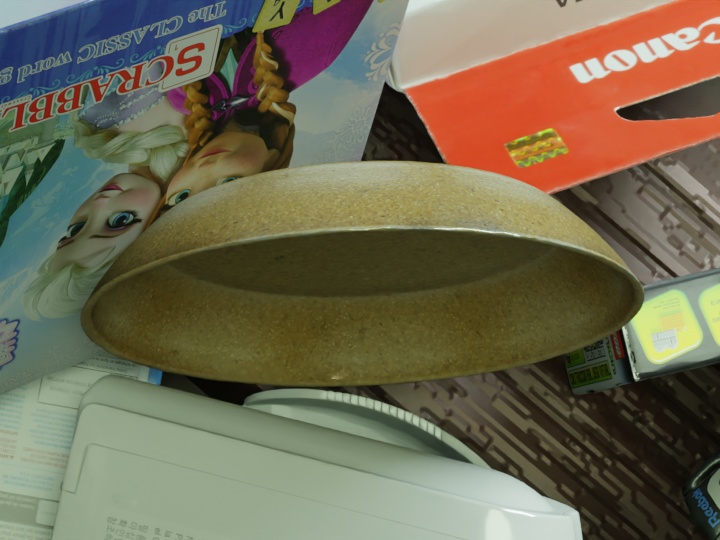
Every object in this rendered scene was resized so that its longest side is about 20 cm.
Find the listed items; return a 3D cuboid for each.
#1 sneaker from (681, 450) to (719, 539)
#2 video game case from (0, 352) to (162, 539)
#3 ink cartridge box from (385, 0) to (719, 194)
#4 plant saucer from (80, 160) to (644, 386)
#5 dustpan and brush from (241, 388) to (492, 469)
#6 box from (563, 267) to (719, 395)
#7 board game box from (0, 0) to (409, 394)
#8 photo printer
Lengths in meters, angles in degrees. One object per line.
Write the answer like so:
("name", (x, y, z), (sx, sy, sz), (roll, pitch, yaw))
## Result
("sneaker", (0.165, 0.050, 1.002), (0.111, 0.073, 0.201), (-26, 133, -10))
("video game case", (-0.163, 0.117, 1.088), (0.142, 0.018, 0.201), (11, 83, -7))
("ink cartridge box", (0.101, -0.113, 1.078), (0.199, 0.174, 0.044), (-19, 130, -9))
("plant saucer", (0.000, 0.000, 1.003), (0.199, 0.200, 0.036), (0, 73, -8))
("dustpan and brush", (0.041, 0.114, 1.067), (0.199, 0.057, 0.140), (0, 82, 8))
("box", (0.184, 0.008, 1.099), (0.199, 0.110, 0.035), (-12, 86, -9))
("board game box", (-0.080, -0.048, 0.998), (0.199, 0.200, 0.041), (-22, 58, -30))
("photo printer", (-0.019, 0.140, 1.026), (0.199, 0.069, 0.167), (13, 94, 13))
